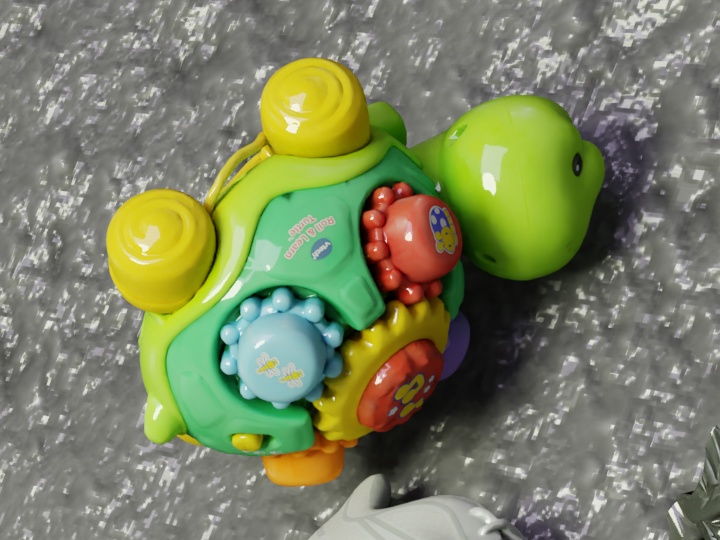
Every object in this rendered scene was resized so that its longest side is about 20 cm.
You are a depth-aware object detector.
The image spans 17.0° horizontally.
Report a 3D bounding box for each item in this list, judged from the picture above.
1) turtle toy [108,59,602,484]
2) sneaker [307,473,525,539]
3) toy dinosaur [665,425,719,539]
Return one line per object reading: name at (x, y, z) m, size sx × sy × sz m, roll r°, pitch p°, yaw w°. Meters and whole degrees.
turtle toy at (0.000, 0.000, 0.895) m, size 0.200 × 0.146 × 0.101 m, roll -42°, pitch 65°, yaw -17°
sneaker at (0.035, 0.118, 0.833) m, size 0.081 × 0.075 × 0.200 m, roll -49°, pitch 31°, yaw -18°
toy dinosaur at (0.164, 0.110, 0.748) m, size 0.200 × 0.102 × 0.136 m, roll -44°, pitch 62°, yaw -6°
